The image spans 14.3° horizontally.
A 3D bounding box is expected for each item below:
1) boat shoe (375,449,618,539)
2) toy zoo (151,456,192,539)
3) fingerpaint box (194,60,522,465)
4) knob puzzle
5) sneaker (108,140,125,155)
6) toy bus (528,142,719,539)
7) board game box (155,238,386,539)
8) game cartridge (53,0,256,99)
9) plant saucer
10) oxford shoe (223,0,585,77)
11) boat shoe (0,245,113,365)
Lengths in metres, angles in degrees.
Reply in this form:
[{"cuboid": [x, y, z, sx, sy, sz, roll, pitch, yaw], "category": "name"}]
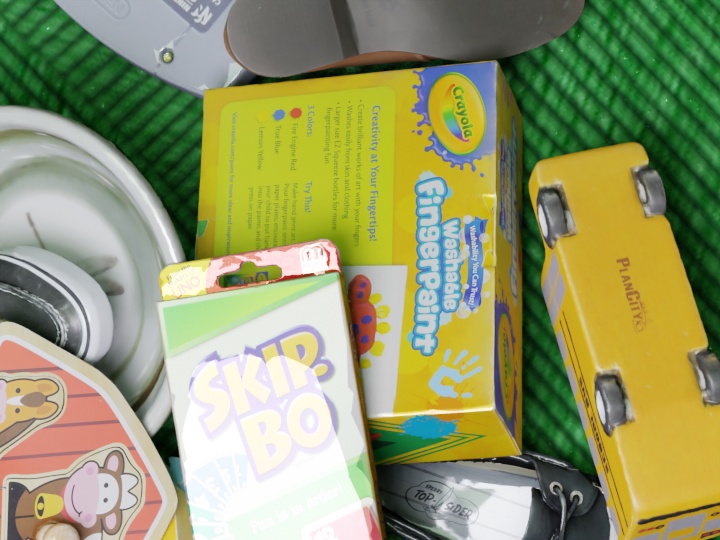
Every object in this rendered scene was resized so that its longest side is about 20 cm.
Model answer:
[{"cuboid": [0.084, 0.131, 1.504, 0.199, 0.066, 0.075, 22, 91, 16], "category": "boat shoe"}, {"cuboid": [-0.154, 0.169, 1.536, 0.200, 0.020, 0.131, -41, 37, 12], "category": "toy zoo"}, {"cuboid": [0.000, 0.000, 1.514, 0.166, 0.073, 0.201, -6, 64, 13], "category": "fingerpaint box"}, {"cuboid": [-0.177, 0.124, 1.432, 0.030, 0.219, 0.221, 15, 86, 56], "category": "knob puzzle"}, {"cuboid": [-0.218, -0.013, 1.580, 0.200, 0.083, 0.072, -34, 52, 8], "category": "sneaker"}, {"cuboid": [0.141, 0.038, 1.480, 0.065, 0.078, 0.201, -12, 67, -8], "category": "toy bus"}, {"cuboid": [-0.043, 0.089, 1.431, 0.095, 0.030, 0.201, -10, 85, 4], "category": "board game box"}, {"cuboid": [-0.116, -0.190, 1.611, 0.200, 0.041, 0.133, 42, 91, 15], "category": "game cartridge"}, {"cuboid": [-0.164, 0.007, 1.519, 0.199, 0.050, 0.201, 9, 108, 27], "category": "plant saucer"}, {"cuboid": [0.021, -0.144, 1.550, 0.199, 0.071, 0.072, -7, 93, -9], "category": "oxford shoe"}, {"cuboid": [-0.225, 0.020, 1.486, 0.199, 0.068, 0.074, 15, 111, 25], "category": "boat shoe"}]
